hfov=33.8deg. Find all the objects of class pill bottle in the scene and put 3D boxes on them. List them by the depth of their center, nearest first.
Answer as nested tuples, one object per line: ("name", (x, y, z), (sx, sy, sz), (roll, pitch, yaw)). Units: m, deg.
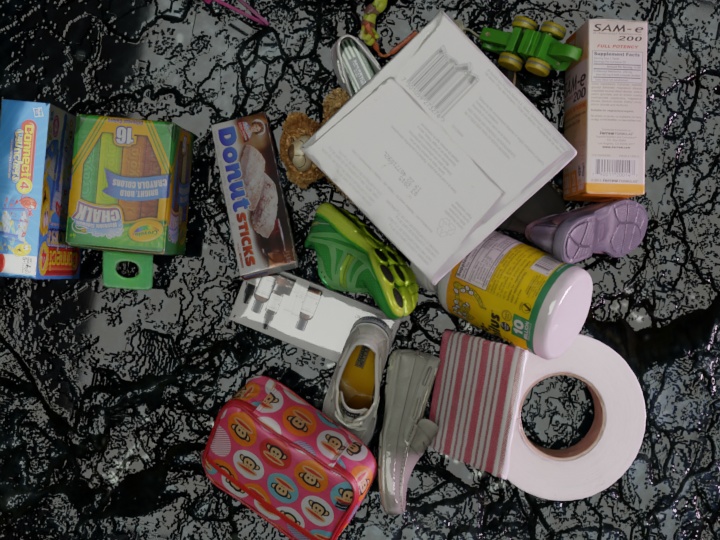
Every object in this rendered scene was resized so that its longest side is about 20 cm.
("pill bottle", (0.161, 0.016, 1.395), (0.199, 0.113, 0.113), (26, 91, 30))

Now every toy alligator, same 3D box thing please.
("toy alligator", (0.189, -0.271, 1.436), (0.199, 0.054, 0.060), (20, 86, 38))

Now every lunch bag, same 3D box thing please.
("lunch bag", (-0.091, 0.240, 1.425), (0.199, 0.082, 0.177), (33, 130, 10))

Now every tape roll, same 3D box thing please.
("tape roll", (0.239, 0.173, 1.438), (0.201, 0.071, 0.204), (0, 90, 3))

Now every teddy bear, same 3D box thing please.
("teddy bear", (-0.010, -0.141, 1.422), (0.199, 0.067, 0.146), (19, 129, 11))

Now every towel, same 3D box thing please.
("towel", (0.136, 0.151, 1.386), (0.030, 0.200, 0.148), (9, 90, -22))

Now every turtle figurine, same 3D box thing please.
("turtle figurine", (0.019, -0.374, 1.439), (0.160, 0.064, 0.201), (16, 106, -34))

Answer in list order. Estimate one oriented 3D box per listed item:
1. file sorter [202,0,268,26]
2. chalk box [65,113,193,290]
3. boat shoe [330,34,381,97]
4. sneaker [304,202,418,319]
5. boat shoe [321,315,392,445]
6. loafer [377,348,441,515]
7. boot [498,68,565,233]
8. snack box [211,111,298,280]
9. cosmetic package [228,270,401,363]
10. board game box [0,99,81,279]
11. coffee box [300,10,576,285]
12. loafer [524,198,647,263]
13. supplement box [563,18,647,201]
("file sorter", (-0.129, -0.413, 1.406), (0.125, 0.139, 0.201), (30, 91, 25))
("chalk box", (-0.278, -0.078, 1.436), (0.123, 0.124, 0.202), (4, 90, 3))
("boat shoe", (0.019, -0.197, 1.452), (0.073, 0.067, 0.201), (-34, 88, 2))
("sneaker", (0.000, 0.000, 1.425), (0.084, 0.074, 0.200), (-57, 47, 18))
("boat shoe", (-0.008, 0.154, 1.414), (0.070, 0.070, 0.201), (19, 119, 4))
("loafer", (0.059, 0.192, 1.419), (0.069, 0.070, 0.202), (5, 73, 6))
("boot", (0.199, -0.134, 1.453), (0.138, 0.077, 0.201), (20, 74, -21))
("snack box", (-0.130, -0.092, 1.455), (0.071, 0.024, 0.201), (-14, 73, 3))
("cosmetic package", (-0.055, 0.060, 1.462), (0.199, 0.051, 0.083), (21, 92, 3))
("board game box", (-0.375, -0.089, 1.403), (0.055, 0.200, 0.197), (5, 90, 1))
("coffee box", (0.080, -0.131, 1.274), (0.200, 0.198, 0.200), (-44, 94, 6))
("loafer", (0.269, -0.053, 1.398), (0.063, 0.199, 0.072), (20, 110, 37))
("supplement box", (0.288, -0.186, 1.408), (0.073, 0.126, 0.202), (1, 89, -2))
